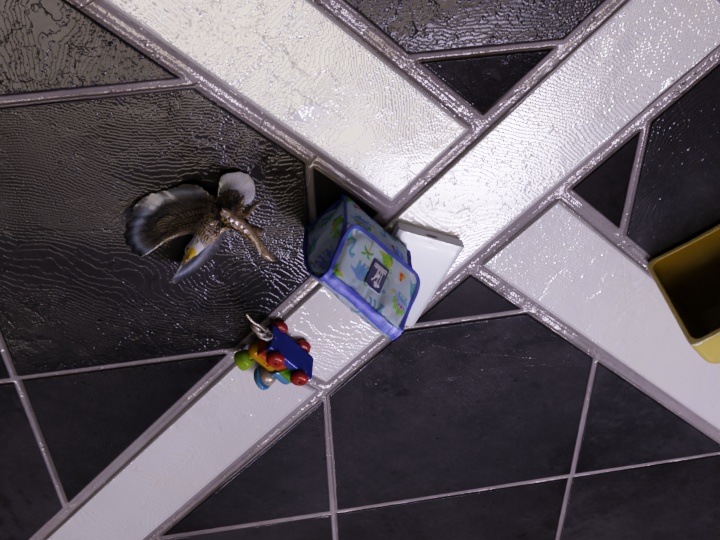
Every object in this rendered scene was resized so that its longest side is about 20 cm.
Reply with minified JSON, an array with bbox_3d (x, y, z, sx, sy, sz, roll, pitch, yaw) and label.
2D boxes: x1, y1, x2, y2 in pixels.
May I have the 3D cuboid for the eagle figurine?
[{"bbox_3d":[-0.255,-0.063,1.522,0.198,0.150,0.154,-9,97,37],"label":"eagle figurine"}]

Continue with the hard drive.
[{"bbox_3d":[0.080,0.010,1.707,0.131,0.026,0.201,14,127,-23],"label":"hard drive"}]

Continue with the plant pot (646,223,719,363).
[{"bbox_3d":[0.677,0.060,1.777,0.194,0.196,0.200,-29,140,14],"label":"plant pot"}]

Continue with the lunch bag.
[{"bbox_3d":[0.000,0.000,1.544,0.170,0.201,0.127,39,117,-24],"label":"lunch bag"}]

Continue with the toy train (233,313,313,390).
[{"bbox_3d":[-0.184,0.145,1.742,0.115,0.085,0.200,-23,134,27],"label":"toy train"}]
